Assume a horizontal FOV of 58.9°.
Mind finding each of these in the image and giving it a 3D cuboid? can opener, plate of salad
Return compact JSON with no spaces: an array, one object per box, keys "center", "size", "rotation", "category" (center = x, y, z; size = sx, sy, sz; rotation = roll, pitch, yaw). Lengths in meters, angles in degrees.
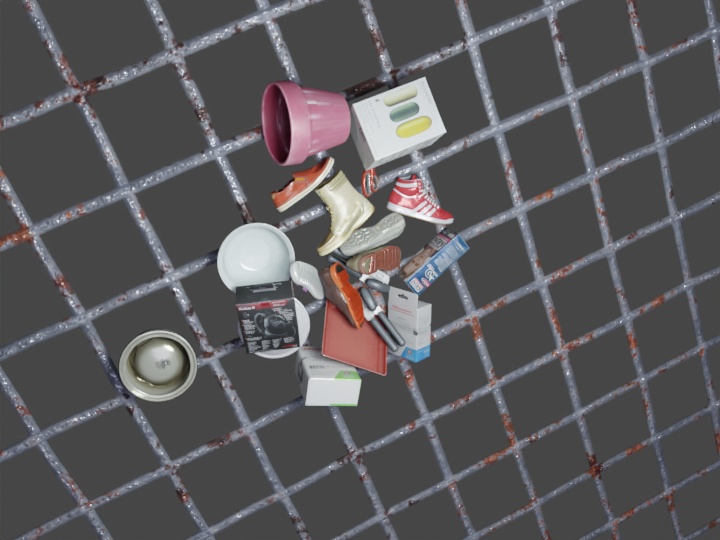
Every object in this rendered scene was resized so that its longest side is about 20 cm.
[{"center":[0.051,0.141,1.802],"size":[0.052,0.066,0.201],"rotation":[-36,81,-3],"category":"can opener"},{"center":[-0.240,0.149,1.768],"size":[0.198,0.048,0.202],"rotation":[-2,111,-6],"category":"plate of salad"},{"center":[0.000,0.000,1.781],"size":[0.199,0.067,0.054],"rotation":[30,95,-21],"category":"can opener"}]

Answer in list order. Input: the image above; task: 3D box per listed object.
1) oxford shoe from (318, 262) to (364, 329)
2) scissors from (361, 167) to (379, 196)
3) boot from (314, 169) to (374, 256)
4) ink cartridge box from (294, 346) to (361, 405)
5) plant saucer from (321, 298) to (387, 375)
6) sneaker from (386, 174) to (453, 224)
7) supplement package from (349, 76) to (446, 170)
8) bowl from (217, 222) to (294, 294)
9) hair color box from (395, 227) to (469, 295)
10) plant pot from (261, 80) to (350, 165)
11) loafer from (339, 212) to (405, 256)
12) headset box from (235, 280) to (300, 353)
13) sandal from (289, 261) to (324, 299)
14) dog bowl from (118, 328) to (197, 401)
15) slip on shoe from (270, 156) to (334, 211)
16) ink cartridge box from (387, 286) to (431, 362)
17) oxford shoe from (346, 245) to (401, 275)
[{"center":[-0.050,0.075,1.770],"size":[0.072,0.071,0.201],"rotation":[-18,104,29],"category":"oxford shoe"},{"center":[0.025,-0.301,1.714],"size":[0.073,0.014,0.202],"rotation":[-21,115,-48],"category":"scissors"},{"center":[-0.078,-0.153,1.714],"size":[0.200,0.073,0.156],"rotation":[-44,112,-2],"category":"boot"},{"center":[-0.095,0.289,1.764],"size":[0.144,0.200,0.085],"rotation":[4,107,-16],"category":"ink cartridge box"},{"center":[-0.020,0.189,1.785],"size":[0.199,0.201,0.037],"rotation":[22,136,-20],"category":"plant saucer"},{"center":[0.180,-0.200,1.774],"size":[0.198,0.071,0.113],"rotation":[13,105,-16],"category":"sneaker"},{"center":[0.086,-0.373,1.639],"size":[0.199,0.151,0.153],"rotation":[-23,92,-9],"category":"supplement package"},{"center":[-0.278,-0.035,1.683],"size":[0.199,0.090,0.203],"rotation":[-4,107,-14],"category":"bowl"},{"center":[0.202,-0.028,1.811],"size":[0.200,0.100,0.061],"rotation":[-43,110,-1],"category":"hair color box"},{"center":[-0.131,-0.372,1.590],"size":[0.178,0.200,0.202],"rotation":[-13,109,-28],"category":"plant pot"},{"center":[0.036,-0.089,1.763],"size":[0.199,0.070,0.070],"rotation":[-25,143,-8],"category":"loafer"},{"center":[-0.240,0.115,1.658],"size":[0.147,0.078,0.201],"rotation":[-7,129,-5],"category":"headset box"},{"center":[-0.151,0.023,1.711],"size":[0.049,0.203,0.083],"rotation":[-10,66,16],"category":"sandal"},{"center":[-0.536,0.243,1.699],"size":[0.198,0.074,0.202],"rotation":[-4,105,-14],"category":"dog bowl"},{"center":[-0.152,-0.236,1.676],"size":[0.199,0.074,0.061],"rotation":[-37,108,2],"category":"slip on shoe"},{"center":[0.140,0.146,1.826],"size":[0.068,0.115,0.202],"rotation":[-15,112,-43],"category":"ink cartridge box"},{"center":[0.041,-0.035,1.759],"size":[0.199,0.073,0.072],"rotation":[-10,106,-52],"category":"oxford shoe"}]
